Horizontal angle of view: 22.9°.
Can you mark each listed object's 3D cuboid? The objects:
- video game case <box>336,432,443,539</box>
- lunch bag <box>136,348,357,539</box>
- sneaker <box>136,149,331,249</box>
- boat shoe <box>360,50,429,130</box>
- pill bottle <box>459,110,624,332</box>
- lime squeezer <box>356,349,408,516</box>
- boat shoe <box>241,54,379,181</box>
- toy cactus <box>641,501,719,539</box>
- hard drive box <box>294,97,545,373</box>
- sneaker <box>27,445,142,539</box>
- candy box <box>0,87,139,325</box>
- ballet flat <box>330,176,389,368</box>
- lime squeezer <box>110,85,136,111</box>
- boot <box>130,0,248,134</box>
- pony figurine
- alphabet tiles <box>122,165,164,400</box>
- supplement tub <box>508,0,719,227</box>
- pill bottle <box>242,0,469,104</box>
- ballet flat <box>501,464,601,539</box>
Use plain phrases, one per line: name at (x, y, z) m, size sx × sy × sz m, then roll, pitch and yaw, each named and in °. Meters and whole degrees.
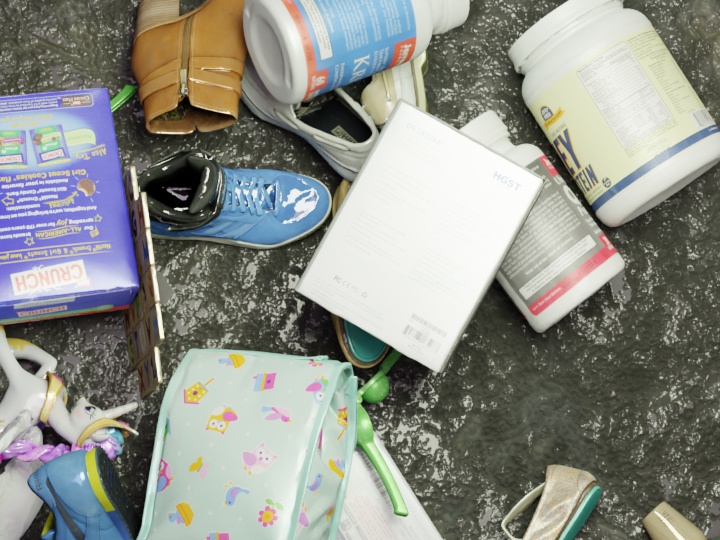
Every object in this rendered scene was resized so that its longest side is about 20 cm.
video game case at (-0.010, 0.284, 1.681) m, size 0.181 × 0.023 × 0.201 m, roll -32°, pitch 84°, yaw -10°
lunch bag at (-0.097, 0.171, 1.620) m, size 0.169 × 0.122 × 0.202 m, roll 4°, pitch 73°, yaw 23°
sneaker at (-0.124, -0.069, 1.695) m, size 0.198 × 0.111 × 0.078 m, roll 2°, pitch 79°, yaw -4°
boat shoe at (0.034, -0.164, 1.750) m, size 0.068 × 0.075 × 0.202 m, roll -3°, pitch 75°, yaw 5°
pill bottle at (0.155, -0.050, 1.711) m, size 0.110 × 0.111 × 0.201 m, roll -36°, pitch 85°, yaw -10°
lime squeezer at (0.023, 0.128, 1.680) m, size 0.070 × 0.038 × 0.202 m, roll 5°, pitch 63°, yaw 7°
boat shoe at (-0.052, -0.162, 1.715) m, size 0.072 × 0.066 × 0.200 m, roll -37°, pitch 62°, yaw -15°
toy cactus at (0.330, 0.292, 1.678) m, size 0.200 × 0.102 × 0.165 m, roll -42°, pitch 75°, yaw -2°
hard drive box at (0.056, -0.030, 1.624) m, size 0.155 × 0.077 × 0.201 m, roll 30°, pitch 90°, yaw 6°
sneaker at (-0.240, 0.242, 1.609) m, size 0.078 × 0.201 × 0.066 m, roll -18°, pitch 37°, yaw 2°
candy box at (-0.304, -0.057, 1.643) m, size 0.167 × 0.077 × 0.202 m, roll -6°, pitch 72°, yaw -16°
ballet flat at (0.000, 0.000, 1.716) m, size 0.068 × 0.063 × 0.202 m, roll 11°, pitch 72°, yaw -25°
lime squeezer at (-0.279, -0.095, 1.724) m, size 0.070 × 0.038 × 0.202 m, roll 19°, pitch 69°, yaw -12°
boot at (-0.126, -0.214, 1.709) m, size 0.198 × 0.077 × 0.156 m, roll -10°, pitch 55°, yaw 3°
pony figurine at (-0.327, 0.146, 1.632) m, size 0.199 × 0.167 × 0.193 m, roll 36°, pitch 70°, yaw 19°
alphabet tiles at (-0.207, 0.014, 1.645) m, size 0.006 × 0.166 × 0.202 m, roll -5°, pitch 79°, yaw -17°
supplement tub at (0.246, -0.161, 1.723) m, size 0.144 × 0.145 × 0.201 m, roll -31°, pitch 82°, yaw -9°
pill bottle at (-0.001, -0.238, 1.665) m, size 0.199 × 0.112 × 0.113 m, roll -23°, pitch 81°, yaw -21°
ballet flat at (0.154, 0.272, 1.682) m, size 0.067 × 0.068 × 0.201 m, roll 27°, pitch 72°, yaw 21°
